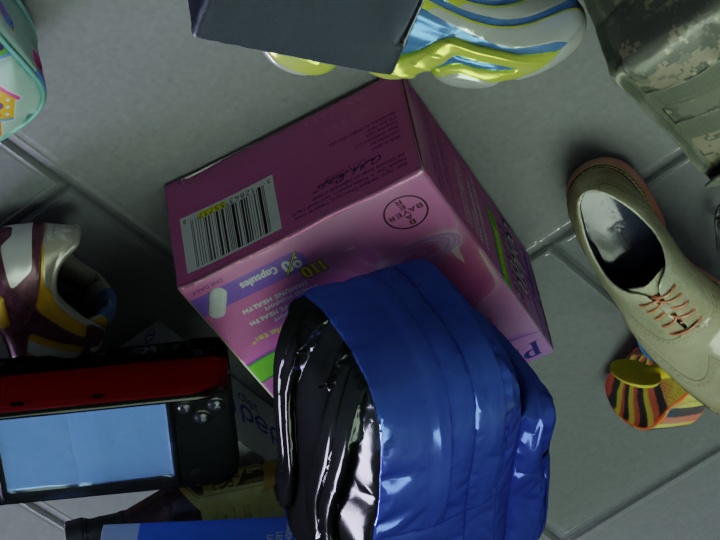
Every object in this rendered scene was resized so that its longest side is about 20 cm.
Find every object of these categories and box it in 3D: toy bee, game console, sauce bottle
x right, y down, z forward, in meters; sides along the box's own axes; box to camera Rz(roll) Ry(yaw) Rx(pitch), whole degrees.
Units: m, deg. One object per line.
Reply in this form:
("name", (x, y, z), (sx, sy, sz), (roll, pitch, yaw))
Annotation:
("toy bee", (0.233, 0.057, 1.694), (0.130, 0.109, 0.200), (-16, 145, -13))
("game console", (-0.178, 0.111, 1.567), (0.199, 0.119, 0.173), (-5, 129, -2))
("sauce bottle", (-0.100, 0.168, 1.681), (0.199, 0.066, 0.066), (-11, 136, -3))

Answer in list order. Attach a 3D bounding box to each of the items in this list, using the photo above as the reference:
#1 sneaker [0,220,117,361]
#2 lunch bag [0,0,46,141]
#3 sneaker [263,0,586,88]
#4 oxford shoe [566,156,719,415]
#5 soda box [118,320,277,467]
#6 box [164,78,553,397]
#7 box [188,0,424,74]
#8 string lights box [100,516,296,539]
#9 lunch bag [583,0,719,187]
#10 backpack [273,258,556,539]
("sneaker", (-0.197, 0.050, 1.632), (0.090, 0.075, 0.200), (-10, 137, 6))
("lunch bag", (-0.289, -0.126, 1.434), (0.199, 0.077, 0.161), (-24, 133, 12))
("sneaker", (0.038, -0.166, 1.462), (0.199, 0.076, 0.105), (-5, 135, -6))
("oxford shoe", (0.195, 0.021, 1.613), (0.071, 0.074, 0.200), (-38, 94, 17))
("soda box", (-0.098, 0.120, 1.728), (0.063, 0.068, 0.200), (-34, 132, 19))
("box", (0.000, 0.000, 1.606), (0.175, 0.097, 0.200), (-25, 135, 14))
("box", (-0.015, -0.244, 1.282), (0.117, 0.201, 0.197), (9, 132, -20))
("string lights box", (-0.067, 0.218, 1.633), (0.199, 0.059, 0.103), (-3, 129, 6))
("lunch bag", (0.250, -0.139, 1.506), (0.164, 0.118, 0.200), (-31, 139, 19))
("backpack", (0.031, 0.093, 1.531), (0.167, 0.163, 0.201), (-20, 131, -22))
